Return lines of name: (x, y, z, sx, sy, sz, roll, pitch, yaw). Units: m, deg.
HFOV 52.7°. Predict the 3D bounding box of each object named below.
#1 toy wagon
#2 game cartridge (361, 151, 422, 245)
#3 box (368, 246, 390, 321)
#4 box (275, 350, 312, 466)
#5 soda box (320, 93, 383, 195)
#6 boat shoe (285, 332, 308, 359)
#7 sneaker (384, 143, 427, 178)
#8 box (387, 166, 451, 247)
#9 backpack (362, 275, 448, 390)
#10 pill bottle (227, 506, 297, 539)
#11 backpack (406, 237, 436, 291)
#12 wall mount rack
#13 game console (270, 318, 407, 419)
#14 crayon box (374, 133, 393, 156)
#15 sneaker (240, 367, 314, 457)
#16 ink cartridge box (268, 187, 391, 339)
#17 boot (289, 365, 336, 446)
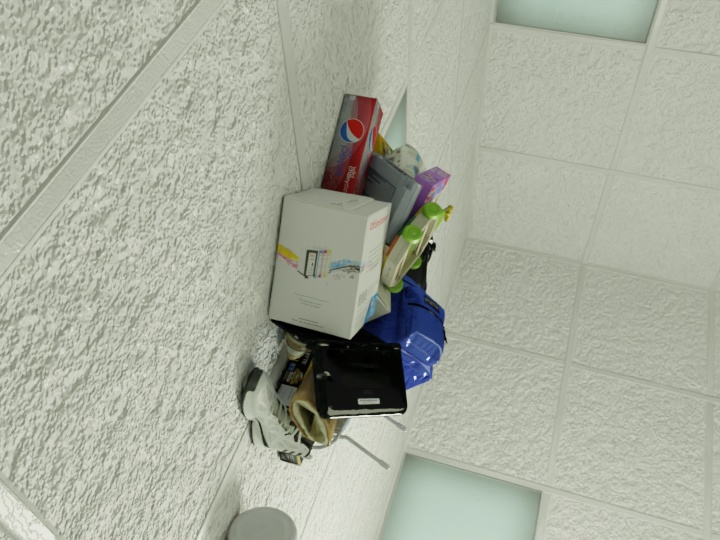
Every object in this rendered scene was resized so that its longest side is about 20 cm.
toy wagon: (0.101, -0.055, 1.283, 0.200, 0.039, 0.156, -50, 166, -36)
game cartridge: (0.035, -0.125, 1.300, 0.134, 0.041, 0.200, -61, -151, 13)
box: (0.000, 0.000, 1.355, 0.078, 0.094, 0.201, 50, 28, -34)
box: (-0.113, 0.246, 1.369, 0.201, 0.049, 0.160, 89, 17, -46)
soda box: (-0.016, -0.211, 1.315, 0.070, 0.063, 0.202, 41, 61, -76)
boat shoe: (-0.088, 0.096, 1.320, 0.200, 0.071, 0.077, -42, 160, -59)
sneaker: (0.075, -0.193, 1.420, 0.081, 0.076, 0.200, 61, 21, -10)
box: (0.107, -0.120, 1.363, 0.137, 0.039, 0.200, -61, 172, 18)
backpack: (0.078, 0.104, 1.382, 0.162, 0.167, 0.201, 41, 37, -32)
pill bottle: (-0.168, 0.512, 1.230, 0.116, 0.115, 0.202, -54, 153, -60)
backpack: (0.055, 0.018, 1.590, 0.190, 0.153, 0.202, -20, -125, 59)
wall mount rack: (-0.016, 0.293, 1.332, 0.200, 0.172, 0.075, -52, 137, -59)
game console: (-0.034, 0.156, 1.186, 0.199, 0.116, 0.177, 8, 70, -45)
crayon box: (0.033, -0.202, 1.488, 0.200, 0.051, 0.127, 11, 75, -77)
sneaker: (-0.120, 0.231, 1.167, 0.201, 0.114, 0.076, 87, 21, -49)
ink cartridge box: (-0.047, -0.019, 1.176, 0.147, 0.143, 0.202, -36, 137, -69)
boot: (-0.044, 0.222, 1.207, 0.176, 0.066, 0.200, 55, 22, -17)
